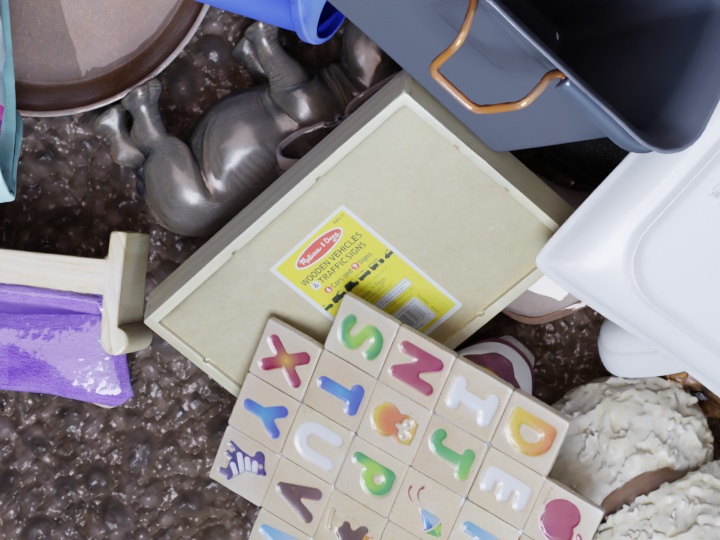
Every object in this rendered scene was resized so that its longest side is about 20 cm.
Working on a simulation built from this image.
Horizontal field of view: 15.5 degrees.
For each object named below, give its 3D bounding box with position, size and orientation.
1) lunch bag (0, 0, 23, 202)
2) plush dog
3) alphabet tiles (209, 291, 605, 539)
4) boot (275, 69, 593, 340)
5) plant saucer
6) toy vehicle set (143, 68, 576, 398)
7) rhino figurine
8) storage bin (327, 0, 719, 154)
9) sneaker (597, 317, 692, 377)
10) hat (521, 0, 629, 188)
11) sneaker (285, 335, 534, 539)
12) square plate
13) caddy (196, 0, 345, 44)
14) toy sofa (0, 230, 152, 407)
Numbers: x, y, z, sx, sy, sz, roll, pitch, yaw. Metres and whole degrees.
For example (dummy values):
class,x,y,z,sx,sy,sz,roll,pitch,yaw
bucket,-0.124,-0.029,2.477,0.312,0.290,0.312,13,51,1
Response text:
class,x,y,z,sx,sy,sz,roll,pitch,yaw
lunch bag,-0.264,-0.108,1.349,0.169,0.122,0.202,-11,73,4
plush dog,0.149,0.133,1.360,0.199,0.161,0.172,-35,63,3
alphabet tiles,0.021,0.113,1.341,0.199,0.006,0.167,29,116,14
boot,0.059,-0.042,1.367,0.199,0.070,0.147,-25,117,12
plant saucer,-0.169,-0.183,1.429,0.198,0.034,0.202,0,89,4
toy vehicle set,0.000,0.000,1.345,0.124,0.027,0.200,40,119,-19
rhino figurine,-0.039,-0.090,1.406,0.199,0.060,0.088,-28,90,2
storage bin,0.063,-0.133,1.230,0.200,0.134,0.146,40,63,-21
sneaker,0.200,-0.017,1.342,0.199,0.073,0.085,-27,115,14
hat,0.168,-0.121,1.363,0.199,0.201,0.081,14,49,4
sneaker,0.027,0.118,1.397,0.075,0.090,0.200,43,119,4
square plate,0.221,-0.017,1.284,0.198,0.029,0.200,34,110,-19
caddy,-0.019,-0.212,1.348,0.104,0.142,0.201,14,60,13
toy sofa,-0.214,0.019,1.407,0.198,0.083,0.098,6,89,5
